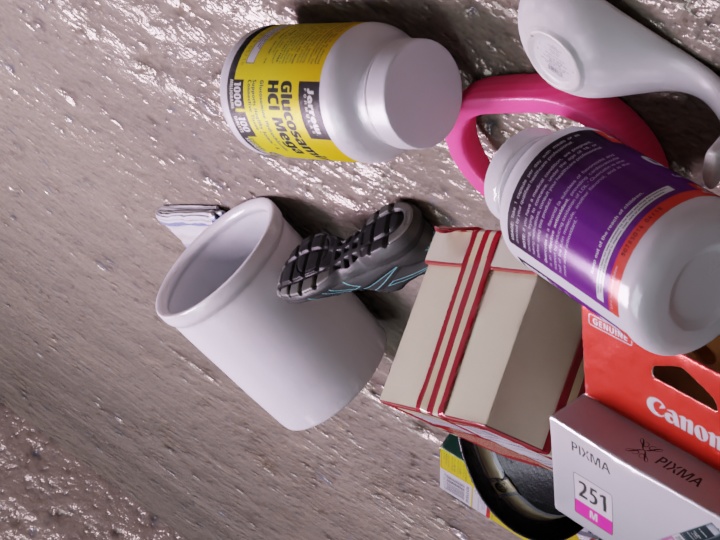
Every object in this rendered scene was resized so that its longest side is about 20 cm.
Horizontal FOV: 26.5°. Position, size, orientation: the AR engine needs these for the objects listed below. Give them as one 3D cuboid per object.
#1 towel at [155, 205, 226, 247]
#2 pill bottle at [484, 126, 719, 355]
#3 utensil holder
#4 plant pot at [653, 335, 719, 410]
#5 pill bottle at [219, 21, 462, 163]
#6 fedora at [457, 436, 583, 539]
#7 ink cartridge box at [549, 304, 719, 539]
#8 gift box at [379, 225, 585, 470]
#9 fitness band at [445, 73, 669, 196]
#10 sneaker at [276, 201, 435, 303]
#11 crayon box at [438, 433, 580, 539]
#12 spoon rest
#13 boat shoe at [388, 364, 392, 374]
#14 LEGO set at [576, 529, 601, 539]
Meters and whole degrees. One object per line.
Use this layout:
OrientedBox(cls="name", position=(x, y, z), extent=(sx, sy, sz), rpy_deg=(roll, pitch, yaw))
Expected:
OrientedBox(cls="towel", position=(-0.150, -0.003, 1.812), extent=(0.147, 0.024, 0.200), rpy_deg=(6, 141, 53))
OrientedBox(cls="pill bottle", position=(0.174, -0.030, 1.070), extent=(0.200, 0.112, 0.113), rpy_deg=(40, 165, 48))
OrientedBox(cls="utensil holder", position=(-0.092, 0.050, 1.647), extent=(0.200, 0.170, 0.170), rpy_deg=(46, 156, -23))
OrientedBox(cls="plant pot", position=(0.284, 0.074, 1.143), extent=(0.140, 0.200, 0.200), rpy_deg=(57, 155, -2))
OrientedBox(cls="pill bottle", position=(-0.016, -0.145, 1.244), extent=(0.200, 0.113, 0.113), rpy_deg=(8, 143, 49))
OrientedBox(cls="fedora", position=(0.185, 0.152, 1.430), extent=(0.201, 0.201, 0.091), rpy_deg=(46, 144, -19))
OrientedBox(cls="ink cartridge box", position=(0.215, 0.138, 1.069), extent=(0.200, 0.043, 0.174), rpy_deg=(30, 139, 44))
OrientedBox(cls="gift box", position=(0.139, 0.054, 1.269), extent=(0.200, 0.188, 0.184), rpy_deg=(28, 168, -35))
OrientedBox(cls="fitness band", position=(0.150, -0.091, 1.202), extent=(0.200, 0.037, 0.144), rpy_deg=(4, 140, 50))
OrientedBox(cls="sneaker", position=(0.000, 0.000, 1.496), extent=(0.199, 0.076, 0.079), rpy_deg=(-20, 137, 41))
OrientedBox(cls="crayon box", position=(0.187, 0.263, 1.776), extent=(0.199, 0.051, 0.127), rpy_deg=(31, 156, 18))
OrientedBox(cls="spoon rest", position=(0.186, -0.137, 1.059), extent=(0.200, 0.061, 0.100), rpy_deg=(42, 159, 27))
OrientedBox(cls="boat shoe", position=(0.109, 0.114, 1.602), extent=(0.074, 0.076, 0.200), rpy_deg=(42, 165, -23))
OrientedBox(cls="LEGO set", position=(0.315, 0.295, 1.564), extent=(0.153, 0.116, 0.200), rpy_deg=(15, 148, 42))
